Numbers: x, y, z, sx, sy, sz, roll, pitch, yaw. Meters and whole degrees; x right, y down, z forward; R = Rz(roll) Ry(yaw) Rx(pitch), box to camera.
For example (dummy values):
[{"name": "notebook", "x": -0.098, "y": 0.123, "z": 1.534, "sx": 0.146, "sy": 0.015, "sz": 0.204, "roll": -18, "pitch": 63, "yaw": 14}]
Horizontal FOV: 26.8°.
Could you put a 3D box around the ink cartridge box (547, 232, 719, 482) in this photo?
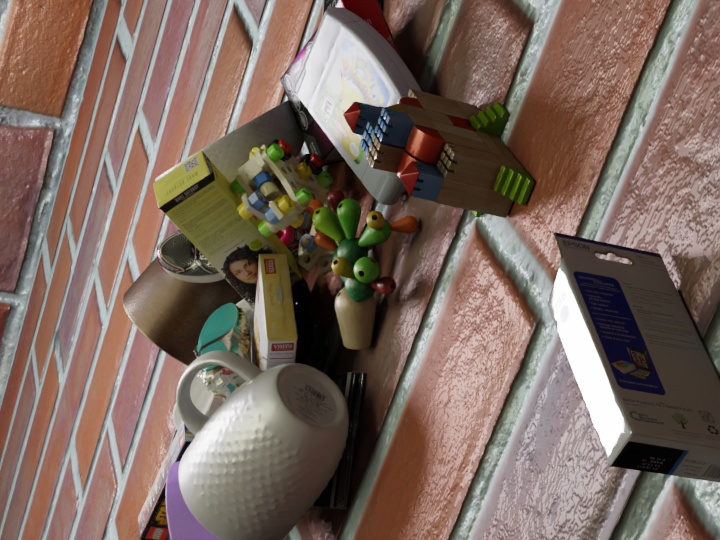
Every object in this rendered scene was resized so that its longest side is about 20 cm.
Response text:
[{"name": "ink cartridge box", "x": 0.195, "y": 0.058, "z": 1.065, "sx": 0.201, "sy": 0.098, "sz": 0.039, "roll": -102, "pitch": 30, "yaw": -46}]

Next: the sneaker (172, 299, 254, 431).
[{"name": "sneaker", "x": -0.147, "y": 0.125, "z": 1.909, "sx": 0.074, "sy": 0.115, "sz": 0.201, "roll": 40, "pitch": 101, "yaw": 32}]

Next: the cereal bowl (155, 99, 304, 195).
[{"name": "cereal bowl", "x": -0.150, "y": -0.129, "z": 1.873, "sx": 0.084, "sy": 0.199, "sz": 0.200, "roll": 59, "pitch": 156, "yaw": -5}]

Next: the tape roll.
[{"name": "tape roll", "x": -0.162, "y": 0.313, "z": 1.755, "sx": 0.200, "sy": 0.065, "sz": 0.202, "roll": -17, "pitch": -90, "yaw": -84}]

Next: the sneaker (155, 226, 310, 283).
[{"name": "sneaker", "x": -0.161, "y": -0.036, "z": 1.866, "sx": 0.075, "sy": 0.198, "sz": 0.082, "roll": 39, "pitch": -135, "yaw": -69}]

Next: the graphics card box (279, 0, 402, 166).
[{"name": "graphics card box", "x": -0.020, "y": -0.218, "z": 1.753, "sx": 0.200, "sy": 0.050, "sz": 0.127, "roll": -42, "pitch": 67, "yaw": 59}]

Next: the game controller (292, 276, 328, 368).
[{"name": "game controller", "x": -0.075, "y": 0.082, "z": 1.795, "sx": 0.200, "sy": 0.042, "sz": 0.105, "roll": -113, "pitch": 39, "yaw": -68}]

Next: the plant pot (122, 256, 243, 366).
[{"name": "plant pot", "x": -0.182, "y": 0.003, "z": 1.984, "sx": 0.201, "sy": 0.186, "sz": 0.187, "roll": -55, "pitch": 28, "yaw": 15}]

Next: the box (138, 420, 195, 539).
[{"name": "box", "x": -0.184, "y": 0.269, "z": 1.879, "sx": 0.040, "sy": 0.136, "sz": 0.201, "roll": -103, "pitch": 32, "yaw": -45}]

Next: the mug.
[{"name": "mug", "x": -0.113, "y": 0.172, "z": 1.630, "sx": 0.176, "sy": 0.200, "sz": 0.148, "roll": -52, "pitch": -5, "yaw": 34}]

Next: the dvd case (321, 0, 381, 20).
[{"name": "dvd case", "x": -0.014, "y": -0.289, "z": 1.867, "sx": 0.150, "sy": 0.024, "sz": 0.202, "roll": 145, "pitch": 131, "yaw": -60}]

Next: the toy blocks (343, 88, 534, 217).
[{"name": "toy blocks", "x": 0.064, "y": -0.118, "z": 1.431, "sx": 0.200, "sy": 0.135, "sz": 0.101, "roll": -117, "pitch": 43, "yaw": -57}]

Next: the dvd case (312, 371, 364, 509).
[{"name": "dvd case", "x": -0.047, "y": 0.196, "z": 1.731, "sx": 0.200, "sy": 0.016, "sz": 0.150, "roll": 161, "pitch": 119, "yaw": -67}]

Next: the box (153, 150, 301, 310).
[{"name": "box", "x": -0.151, "y": -0.044, "z": 1.740, "sx": 0.075, "sy": 0.200, "sz": 0.050, "roll": -33, "pitch": 39, "yaw": 10}]

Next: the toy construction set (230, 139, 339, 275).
[{"name": "toy construction set", "x": -0.074, "y": -0.078, "z": 1.741, "sx": 0.092, "sy": 0.200, "sz": 0.132, "roll": -32, "pitch": 60, "yaw": 9}]

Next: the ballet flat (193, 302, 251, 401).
[{"name": "ballet flat", "x": -0.156, "y": 0.104, "z": 1.776, "sx": 0.075, "sy": 0.064, "sz": 0.200, "roll": -29, "pitch": 18, "yaw": 9}]

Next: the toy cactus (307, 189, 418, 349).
[{"name": "toy cactus", "x": 0.000, "y": 0.000, "z": 1.636, "sx": 0.200, "sy": 0.101, "sz": 0.167, "roll": -141, "pitch": 45, "yaw": -64}]

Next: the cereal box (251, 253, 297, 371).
[{"name": "cereal box", "x": -0.102, "y": 0.101, "z": 1.747, "sx": 0.145, "sy": 0.039, "sz": 0.201, "roll": -101, "pitch": 13, "yaw": -49}]

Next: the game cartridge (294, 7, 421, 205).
[{"name": "game cartridge", "x": 0.004, "y": -0.186, "z": 1.645, "sx": 0.201, "sy": 0.040, "sz": 0.134, "roll": 53, "pitch": 134, "yaw": 29}]
